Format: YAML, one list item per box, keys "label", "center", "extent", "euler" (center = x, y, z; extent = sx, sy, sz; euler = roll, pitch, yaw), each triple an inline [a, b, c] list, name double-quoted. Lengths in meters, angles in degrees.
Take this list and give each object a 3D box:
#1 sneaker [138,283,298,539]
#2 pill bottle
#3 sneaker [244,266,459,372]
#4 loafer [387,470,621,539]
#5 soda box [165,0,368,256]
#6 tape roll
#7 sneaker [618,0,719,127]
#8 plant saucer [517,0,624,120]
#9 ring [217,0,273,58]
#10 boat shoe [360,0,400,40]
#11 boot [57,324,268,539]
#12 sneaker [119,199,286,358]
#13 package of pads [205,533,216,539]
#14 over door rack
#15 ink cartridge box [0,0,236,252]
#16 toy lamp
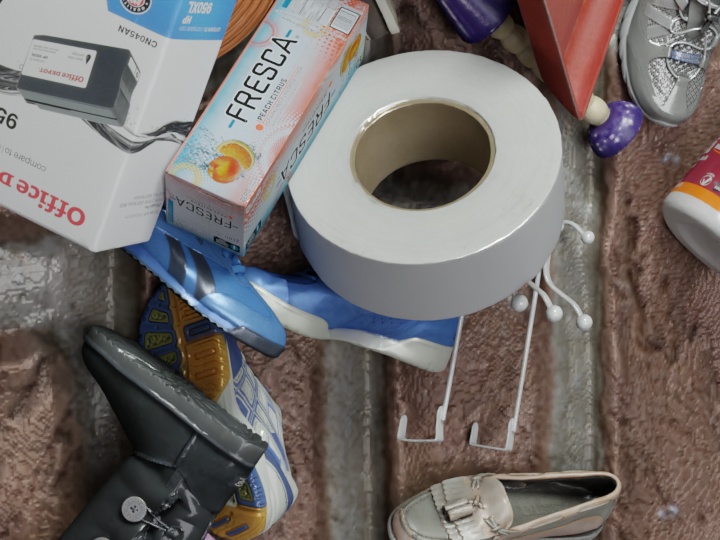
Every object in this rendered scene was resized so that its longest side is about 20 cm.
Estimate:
- label: "sneaker"
  center: [-0.105, 0.099, 1.394]
  extent: [0.088, 0.075, 0.201]
  euler: [-17, 92, -64]
- label: "pill bottle"
  center: [0.348, -0.090, 1.517]
  extent: [0.200, 0.110, 0.110]
  euler: [-48, 114, -8]
- label: "sneaker"
  center: [0.000, 0.000, 1.405]
  extent: [0.199, 0.077, 0.112]
  euler: [18, 97, -27]
- label: "loafer"
  center: [0.118, 0.187, 1.490]
  extent: [0.199, 0.072, 0.063]
  euler: [-2, 145, -28]
- label: "soda box"
  center: [-0.064, -0.112, 1.307]
  extent: [0.063, 0.068, 0.200]
  euler: [24, 59, 10]
- label: "tape roll"
  center: [0.047, -0.064, 1.345]
  extent: [0.202, 0.203, 0.071]
  euler: [-32, 146, -14]
- label: "sneaker"
  center: [0.259, -0.212, 1.469]
  extent: [0.075, 0.082, 0.201]
  euler: [3, 99, -23]
- label: "plant saucer"
  center: [0.155, -0.248, 1.370]
  extent: [0.200, 0.037, 0.200]
  euler: [63, 40, -51]
- label: "ring"
  center: [-0.148, -0.233, 1.294]
  extent: [0.200, 0.019, 0.201]
  euler: [-1, 109, -4]
- label: "boat shoe"
  center: [-0.038, -0.246, 1.347]
  extent: [0.059, 0.072, 0.200]
  euler: [-30, 118, 7]
- label: "boot"
  center: [-0.184, 0.162, 1.328]
  extent: [0.165, 0.066, 0.200]
  euler: [36, 96, 19]
- label: "sneaker"
  center: [-0.119, -0.021, 1.321]
  extent: [0.200, 0.066, 0.078]
  euler: [41, 85, 6]
- label: "package of pads"
  center: [-0.166, 0.285, 1.394]
  extent: [0.200, 0.076, 0.121]
  euler: [-43, 113, -10]
- label: "over door rack"
  center: [0.117, 0.050, 1.435]
  extent: [0.148, 0.066, 0.201]
  euler: [16, 94, -61]
- label: "ink cartridge box"
  center: [-0.185, -0.132, 1.241]
  extent: [0.144, 0.084, 0.201]
  euler: [26, 105, 17]
- label: "toy lamp"
  center: [0.137, -0.166, 1.442]
  extent: [0.200, 0.058, 0.058]
  euler: [36, 86, -25]
